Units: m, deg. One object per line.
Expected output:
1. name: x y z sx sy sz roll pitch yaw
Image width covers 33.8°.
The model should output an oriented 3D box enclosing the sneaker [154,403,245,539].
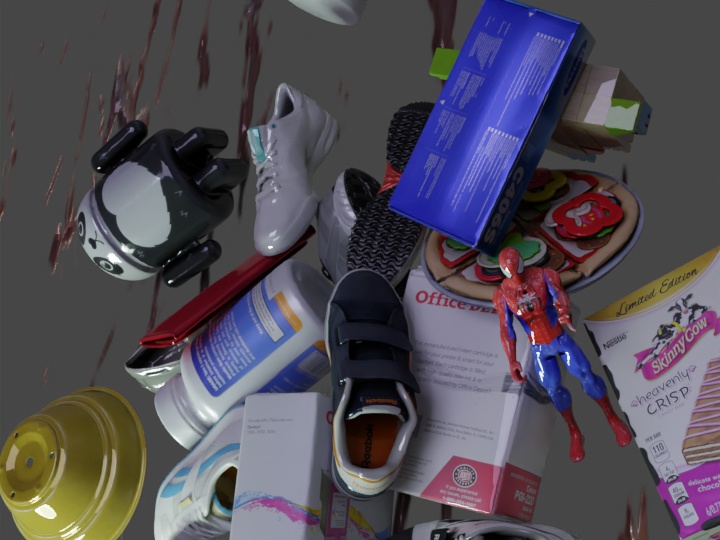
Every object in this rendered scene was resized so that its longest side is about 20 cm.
1. sneaker: -0.144 0.220 1.141 0.200 0.076 0.081 -56 22 28

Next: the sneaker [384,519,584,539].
1. sneaker: 0.084 0.238 0.986 0.199 0.088 0.075 -12 68 22

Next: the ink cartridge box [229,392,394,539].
1. ink cartridge box: -0.041 0.219 1.059 0.084 0.144 0.201 -8 68 31

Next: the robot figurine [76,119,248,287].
1. robot figurine: -0.222 -0.076 1.308 0.200 0.125 0.151 -36 43 18

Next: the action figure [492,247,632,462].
1. action figure: 0.155 0.076 0.934 0.065 0.201 0.099 -23 21 15

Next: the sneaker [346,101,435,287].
1. sneaker: 0.048 -0.056 1.134 0.070 0.093 0.201 7 68 24

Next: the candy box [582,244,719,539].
1. candy box: 0.279 0.098 0.939 0.136 0.061 0.201 -31 57 18

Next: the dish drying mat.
1. dish drying mat: -0.130 0.017 1.191 0.200 0.018 0.077 -40 17 -34

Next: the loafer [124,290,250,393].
1. loafer: -0.162 0.063 1.248 0.200 0.070 0.070 -38 52 15

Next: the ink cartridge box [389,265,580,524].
1. ink cartridge box: 0.096 0.107 1.048 0.145 0.085 0.201 8 78 36

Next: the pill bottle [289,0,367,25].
1. pill bottle: -0.006 -0.377 1.283 0.115 0.116 0.201 17 83 37

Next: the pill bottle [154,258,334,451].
1. pill bottle: -0.107 0.091 1.175 0.200 0.112 0.112 -39 55 16

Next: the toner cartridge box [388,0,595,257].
1. toner cartridge box: 0.109 -0.122 0.990 0.095 0.043 0.201 27 92 31

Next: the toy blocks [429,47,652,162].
1. toy blocks: 0.176 -0.142 1.063 0.199 0.137 0.101 13 84 32

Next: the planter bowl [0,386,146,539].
1. planter bowl: -0.336 0.216 1.302 0.199 0.083 0.202 -13 65 30

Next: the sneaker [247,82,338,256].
1. sneaker: -0.087 -0.107 1.215 0.075 0.088 0.201 -19 42 34

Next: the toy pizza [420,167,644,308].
1. toy pizza: 0.147 -0.039 1.037 0.199 0.032 0.201 -14 33 10

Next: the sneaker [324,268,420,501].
1. sneaker: 0.011 0.089 0.999 0.078 0.079 0.201 1 74 -10

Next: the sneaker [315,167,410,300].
1. sneaker: 0.000 0.000 1.171 0.079 0.074 0.201 -37 52 37
